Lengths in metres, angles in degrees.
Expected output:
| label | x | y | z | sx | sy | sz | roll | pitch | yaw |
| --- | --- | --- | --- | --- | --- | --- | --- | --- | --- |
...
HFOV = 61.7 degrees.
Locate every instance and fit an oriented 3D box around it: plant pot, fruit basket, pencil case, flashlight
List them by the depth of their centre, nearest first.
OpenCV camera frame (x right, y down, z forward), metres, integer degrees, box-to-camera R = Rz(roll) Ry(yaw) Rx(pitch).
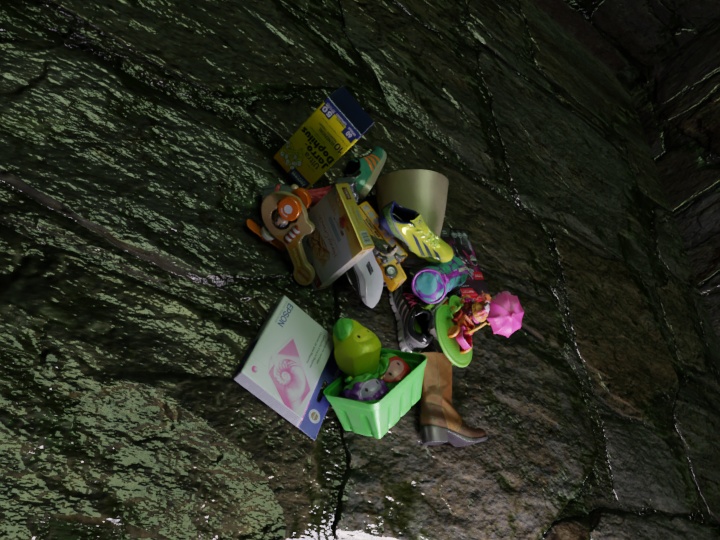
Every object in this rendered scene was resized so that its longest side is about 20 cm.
| label | x | y | z | sx | sy | sz | roll | pitch | yaw |
| --- | --- | --- | --- | --- | --- | --- | --- | --- | --- |
| fruit basket | 0.021 | 0.191 | 1.182 | 0.214 | 0.153 | 0.221 | -5 | 97 | -53 |
| flashlight | -0.105 | -0.160 | 1.264 | 0.068 | 0.196 | 0.069 | -79 | 159 | -64 |
| pencil case | 0.192 | 0.017 | 1.433 | 0.199 | 0.091 | 0.087 | -25 | 95 | -63 |
| plant pot | 0.128 | -0.117 | 1.478 | 0.185 | 0.186 | 0.204 | 10 | 72 | -38 |

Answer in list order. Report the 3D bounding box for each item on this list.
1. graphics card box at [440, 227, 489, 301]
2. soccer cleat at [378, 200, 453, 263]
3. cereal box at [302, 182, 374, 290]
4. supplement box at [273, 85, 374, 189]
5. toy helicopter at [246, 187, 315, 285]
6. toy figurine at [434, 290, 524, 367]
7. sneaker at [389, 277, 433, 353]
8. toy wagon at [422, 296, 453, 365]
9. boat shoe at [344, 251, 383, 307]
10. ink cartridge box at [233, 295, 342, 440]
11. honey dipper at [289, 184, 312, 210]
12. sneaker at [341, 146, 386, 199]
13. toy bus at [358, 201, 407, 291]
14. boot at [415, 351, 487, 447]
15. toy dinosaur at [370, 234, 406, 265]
| label | x | y | z | sx | sy | sz | roll | pitch | yaw |
| --- | --- | --- | --- | --- | --- | --- | --- | --- | --- |
| graphics card box | 0.262 | -0.014 | 1.615 | 0.124 | 0.051 | 0.203 | 1 | 64 | -42 |
| soccer cleat | 0.132 | -0.085 | 1.359 | 0.198 | 0.084 | 0.065 | 31 | 45 | -7 |
| cereal box | -0.062 | -0.064 | 1.233 | 0.039 | 0.200 | 0.146 | -13 | 72 | -40 |
| supplement box | -0.082 | -0.292 | 1.348 | 0.109 | 0.199 | 0.110 | 45 | 32 | -8 |
| toy helicopter | -0.149 | -0.062 | 1.231 | 0.079 | 0.130 | 0.203 | -57 | 131 | -64 |
| toy figurine | 0.289 | 0.103 | 1.384 | 0.151 | 0.182 | 0.201 | 49 | 36 | -19 |
| sneaker | 0.124 | 0.094 | 1.390 | 0.073 | 0.087 | 0.204 | 13 | 56 | -36 |
| toy wagon | 0.221 | 0.130 | 1.476 | 0.199 | 0.039 | 0.157 | -33 | 97 | -54 |
| boat shoe | 0.000 | 0.000 | 1.310 | 0.071 | 0.063 | 0.202 | -51 | 144 | -29 |
| ink cartridge box | -0.117 | 0.181 | 1.148 | 0.199 | 0.043 | 0.198 | 40 | 44 | -15 |
| honey dipper | -0.088 | -0.119 | 1.367 | 0.200 | 0.038 | 0.038 | 48 | 42 | -7 |
| sneaker | 0.008 | -0.265 | 1.522 | 0.079 | 0.071 | 0.202 | 36 | 41 | -14 |
| toy bus | 0.041 | -0.054 | 1.395 | 0.078 | 0.065 | 0.201 | -33 | 79 | -21 |
| boot | 0.200 | 0.288 | 1.356 | 0.185 | 0.068 | 0.204 | 9 | 63 | -24 |
| toy dinosaur | 0.045 | -0.046 | 1.292 | 0.088 | 0.199 | 0.048 | 41 | 83 | -33 |
